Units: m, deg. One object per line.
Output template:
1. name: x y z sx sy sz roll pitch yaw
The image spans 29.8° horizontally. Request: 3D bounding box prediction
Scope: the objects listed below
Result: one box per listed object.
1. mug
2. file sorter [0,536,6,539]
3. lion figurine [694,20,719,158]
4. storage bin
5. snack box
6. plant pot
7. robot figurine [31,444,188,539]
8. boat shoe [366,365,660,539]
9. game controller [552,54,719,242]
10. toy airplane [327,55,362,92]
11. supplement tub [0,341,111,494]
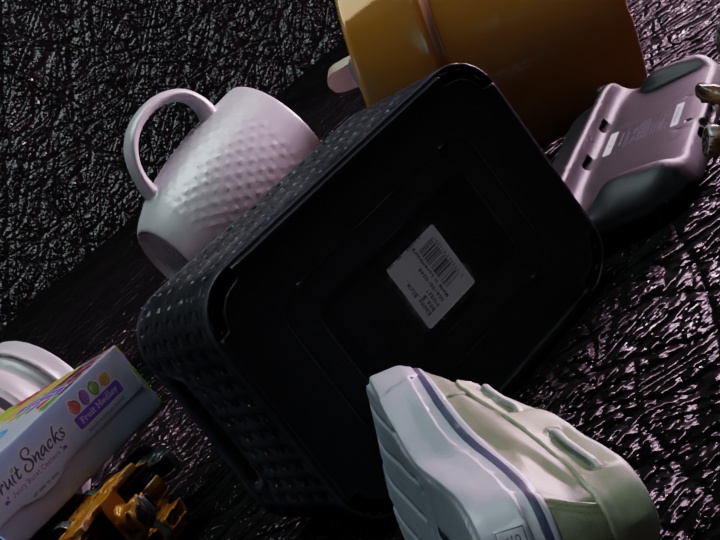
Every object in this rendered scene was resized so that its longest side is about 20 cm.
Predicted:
1. mug: -0.148 -0.087 1.334 0.176 0.200 0.147 -50 21 -23
2. file sorter: -0.186 0.171 0.570 0.139 0.123 0.199 -56 24 -17
3. lion figurine: 0.218 -0.084 0.555 0.121 0.073 0.200 -4 6 -2
4. storage bin: 0.008 0.011 0.660 0.200 0.136 0.094 -44 13 -27
5. snack box: -0.224 0.137 0.794 0.142 0.053 0.200 -30 13 43
6. plant pot: 0.097 -0.159 0.959 0.182 0.202 0.200 -19 16 10
7. robot figurine: -0.177 0.175 0.789 0.199 0.058 0.145 -30 15 36
8. boat shoe: 0.049 0.079 0.503 0.061 0.073 0.200 -14 13 -9
9. game controller: 0.158 -0.069 0.785 0.103 0.042 0.200 -14 23 28
10. toy airplane: 0.082 -0.221 1.300 0.197 0.143 0.200 -8 -13 -19
11. supplement tub: -0.279 0.158 0.945 0.140 0.141 0.200 -26 17 44
